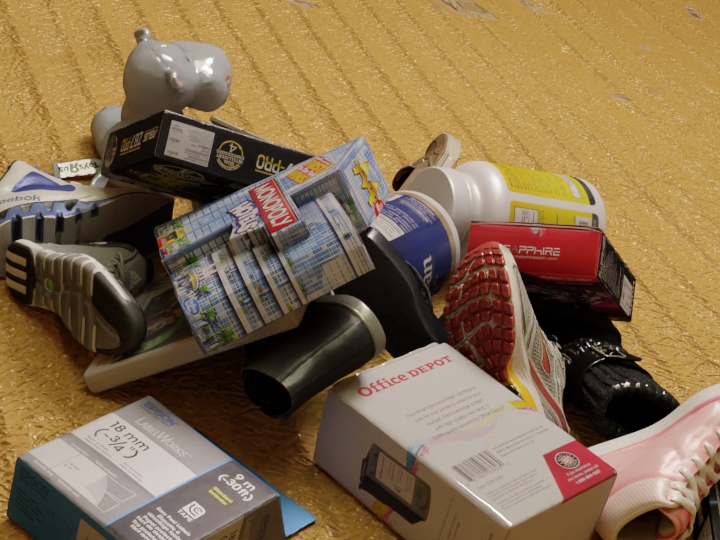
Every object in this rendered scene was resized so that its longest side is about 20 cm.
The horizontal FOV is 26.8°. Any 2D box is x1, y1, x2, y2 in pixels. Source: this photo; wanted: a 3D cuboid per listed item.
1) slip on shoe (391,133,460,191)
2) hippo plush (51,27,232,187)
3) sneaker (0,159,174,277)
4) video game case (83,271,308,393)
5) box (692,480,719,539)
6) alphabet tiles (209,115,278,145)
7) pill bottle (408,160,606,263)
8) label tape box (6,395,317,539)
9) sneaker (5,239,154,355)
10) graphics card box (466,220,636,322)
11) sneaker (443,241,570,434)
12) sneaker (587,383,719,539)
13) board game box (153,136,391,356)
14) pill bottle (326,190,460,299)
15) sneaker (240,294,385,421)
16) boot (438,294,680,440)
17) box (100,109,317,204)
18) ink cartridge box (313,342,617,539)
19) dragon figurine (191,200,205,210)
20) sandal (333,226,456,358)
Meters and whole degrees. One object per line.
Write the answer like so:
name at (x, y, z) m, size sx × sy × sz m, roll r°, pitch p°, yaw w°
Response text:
slip on shoe at (0.067, -0.099, 1.687) m, size 0.060 × 0.076 × 0.200 m, roll 21°, pitch 36°, yaw -4°
hippo plush at (-0.220, -0.176, 1.583) m, size 0.199 × 0.161 × 0.159 m, roll -8°, pitch 37°, yaw -36°
sneaker at (-0.283, -0.063, 1.440) m, size 0.199 × 0.081 × 0.115 m, roll -9°, pitch 39°, yaw -35°
video game case at (-0.124, 0.025, 1.304) m, size 0.199 × 0.023 × 0.182 m, roll -18°, pitch 22°, yaw 19°
box at (0.368, 0.215, 1.314) m, size 0.159 × 0.044 × 0.200 m, roll 15°, pitch 29°, yaw 0°
alphabet tiles at (-0.063, -0.104, 1.517) m, size 0.167 × 0.008 × 0.200 m, roll 24°, pitch -3°, yaw 3°
pill bottle at (0.149, -0.054, 1.576) m, size 0.199 × 0.113 × 0.113 m, roll 7°, pitch 29°, yaw -34°
label tape box at (-0.140, 0.163, 1.134) m, size 0.144 × 0.064 × 0.200 m, roll 33°, pitch 33°, yaw 27°
sneaker at (-0.216, 0.011, 1.326) m, size 0.115 × 0.075 × 0.200 m, roll -9°, pitch 25°, yaw -41°
graphics card box at (0.186, 0.003, 1.449) m, size 0.125 × 0.051 × 0.200 m, roll 4°, pitch -11°, yaw 20°
sneaker at (0.131, 0.073, 1.325) m, size 0.078 × 0.201 × 0.082 m, roll -9°, pitch 3°, yaw 42°
sneaker at (0.276, 0.169, 1.258) m, size 0.200 × 0.076 × 0.105 m, roll -24°, pitch 36°, yaw -1°
board game box at (-0.063, -0.031, 1.245) m, size 0.199 × 0.062 × 0.200 m, roll -28°, pitch 20°, yaw -3°
pill bottle at (0.000, 0.000, 1.438) m, size 0.111 × 0.111 × 0.200 m, roll 30°, pitch 32°, yaw 24°
sneaker at (-0.072, 0.073, 1.258) m, size 0.106 × 0.200 × 0.075 m, roll -35°, pitch 98°, yaw -28°
boot at (0.182, 0.095, 1.395) m, size 0.210 × 0.080 × 0.158 m, roll 4°, pitch 31°, yaw -20°
box at (-0.119, -0.090, 1.385) m, size 0.199 × 0.049 × 0.161 m, roll 15°, pitch -7°, yaw -26°
ink cartridge box at (0.083, 0.158, 1.229) m, size 0.147 × 0.086 × 0.200 m, roll -17°, pitch 41°, yaw -43°
dragon figurine at (-0.122, -0.083, 1.534) m, size 0.199 × 0.100 × 0.059 m, roll -11°, pitch 39°, yaw -39°
sandal at (0.036, 0.035, 1.343) m, size 0.076 × 0.200 × 0.043 m, roll -13°, pitch 37°, yaw 32°
